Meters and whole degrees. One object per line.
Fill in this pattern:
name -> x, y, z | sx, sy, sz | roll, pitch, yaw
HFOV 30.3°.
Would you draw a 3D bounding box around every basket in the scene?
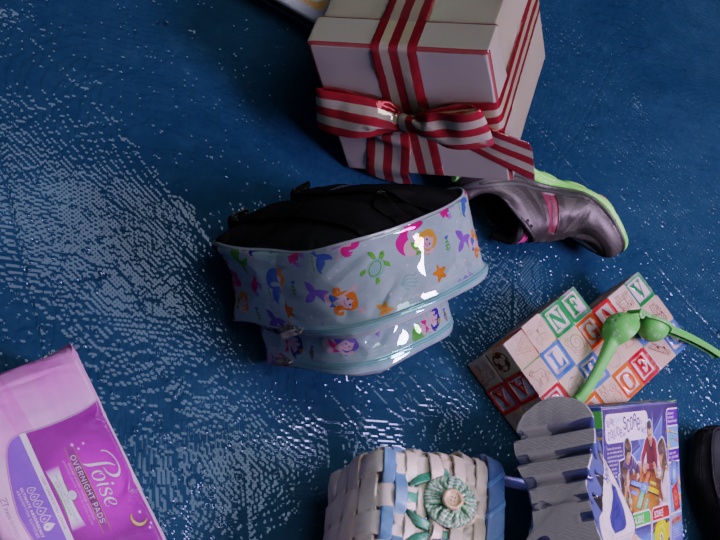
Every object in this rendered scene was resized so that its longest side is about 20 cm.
basket -> 0.070, 0.232, 1.032 | 0.200, 0.139, 0.176 | 23, 57, -27

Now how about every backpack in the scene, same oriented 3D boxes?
backpack -> 0.000, 0.000, 1.078 | 0.178, 0.200, 0.151 | -24, 101, -38

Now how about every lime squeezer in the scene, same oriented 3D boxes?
lime squeezer -> 0.264, 0.068, 1.230 | 0.200, 0.038, 0.071 | -13, 74, -36

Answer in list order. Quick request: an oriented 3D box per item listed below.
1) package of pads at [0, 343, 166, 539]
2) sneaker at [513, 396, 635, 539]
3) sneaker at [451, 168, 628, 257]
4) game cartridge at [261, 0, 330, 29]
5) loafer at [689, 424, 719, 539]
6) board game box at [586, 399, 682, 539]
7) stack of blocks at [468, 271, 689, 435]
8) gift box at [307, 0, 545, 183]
package of pads -> -0.220, 0.160, 0.941 | 0.120, 0.076, 0.200 | -21, 79, -35
sneaker -> 0.166, 0.206, 0.995 | 0.115, 0.081, 0.199 | 48, 40, -43
sneaker -> 0.169, -0.055, 1.297 | 0.200, 0.077, 0.084 | 24, 74, -15
game cartridge -> -0.058, -0.312, 1.264 | 0.200, 0.042, 0.133 | 27, 88, -17
loafer -> 0.364, 0.240, 1.259 | 0.068, 0.070, 0.201 | 5, 64, -30
board game box -> 0.231, 0.181, 1.152 | 0.200, 0.034, 0.135 | 8, 80, -59
stack of blocks -> 0.209, 0.078, 1.252 | 0.200, 0.059, 0.115 | -33, 87, -38
gift box -> 0.074, -0.179, 1.198 | 0.200, 0.184, 0.187 | 66, 36, -46
